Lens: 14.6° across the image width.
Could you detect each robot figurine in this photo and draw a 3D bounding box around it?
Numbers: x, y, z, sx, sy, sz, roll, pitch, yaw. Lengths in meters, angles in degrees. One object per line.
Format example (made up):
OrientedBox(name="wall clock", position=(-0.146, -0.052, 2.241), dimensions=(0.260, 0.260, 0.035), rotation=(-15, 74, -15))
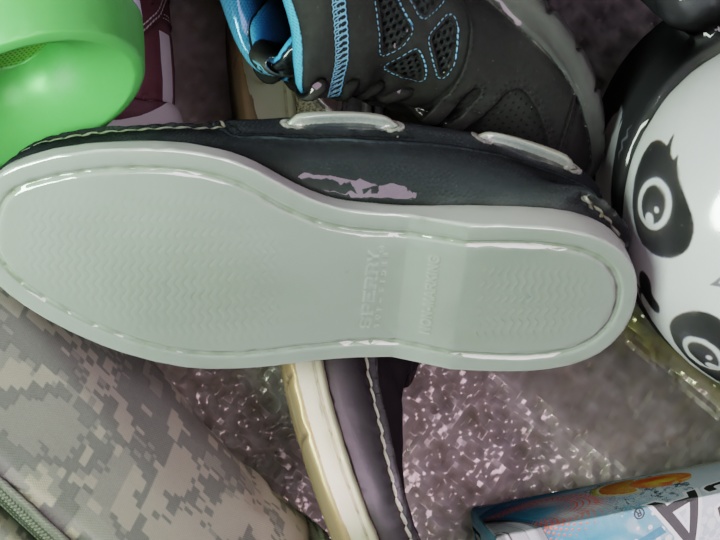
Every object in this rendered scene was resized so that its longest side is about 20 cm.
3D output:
OrientedBox(name="robot figurine", position=(0.137, -0.027, 0.921), dimensions=(0.149, 0.200, 0.125), rotation=(24, 101, -6))

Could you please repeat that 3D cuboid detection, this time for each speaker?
OrientedBox(name="speaker", position=(-0.128, -0.134, 0.840), dimensions=(0.088, 0.089, 0.201), rotation=(-12, 66, -19))

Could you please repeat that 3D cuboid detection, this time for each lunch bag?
OrientedBox(name="lunch bag", position=(-0.117, 0.088, 0.875), dimensions=(0.200, 0.139, 0.168), rotation=(45, 59, -17))

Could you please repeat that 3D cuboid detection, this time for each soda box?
OrientedBox(name="soda box", position=(0.142, 0.101, 0.977), dimensions=(0.198, 0.064, 0.069), rotation=(-11, 95, -6))

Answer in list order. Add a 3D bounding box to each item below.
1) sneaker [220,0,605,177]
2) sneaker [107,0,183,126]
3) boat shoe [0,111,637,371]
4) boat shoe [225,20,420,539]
OrientedBox(name="sneaker", position=(0.001, -0.078, 0.875), dimensions=(0.200, 0.073, 0.082), rotation=(45, 70, -33))
OrientedBox(name="sneaker", position=(-0.152, -0.089, 0.898), dimensions=(0.199, 0.076, 0.116), rotation=(8, 73, -20))
OrientedBox(name="boat shoe", position=(-0.017, -0.012, 0.847), dimensions=(0.198, 0.060, 0.076), rotation=(11, 122, -14))
OrientedBox(name="boat shoe", position=(0.000, 0.000, 0.914), dimensions=(0.064, 0.072, 0.201), rotation=(-11, 68, -2))
